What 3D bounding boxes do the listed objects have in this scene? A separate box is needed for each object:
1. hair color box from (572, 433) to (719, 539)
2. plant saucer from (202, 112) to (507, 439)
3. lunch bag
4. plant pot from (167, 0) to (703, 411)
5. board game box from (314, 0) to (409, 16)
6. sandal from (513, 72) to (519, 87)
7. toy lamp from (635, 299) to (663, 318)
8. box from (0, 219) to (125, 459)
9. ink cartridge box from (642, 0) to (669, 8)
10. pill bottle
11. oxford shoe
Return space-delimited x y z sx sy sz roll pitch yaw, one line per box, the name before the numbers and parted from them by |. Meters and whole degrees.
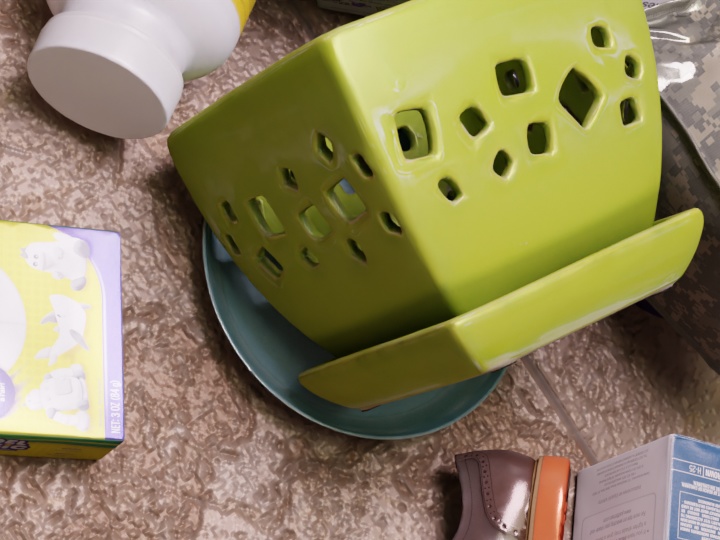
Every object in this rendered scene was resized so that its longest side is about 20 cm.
hair color box | 0.161 0.201 1.168 0.060 0.100 0.201 17 66 -22
plant saucer | 0.000 0.000 1.202 0.199 0.027 0.201 8 70 -24
lunch bag | 0.208 -0.041 1.180 0.117 0.164 0.200 -26 74 -18
plant pot | 0.046 -0.041 1.115 0.198 0.200 0.182 -24 91 -31
board game box | 0.022 -0.216 1.164 0.104 0.200 0.104 10 79 8
sandal | 0.068 -0.174 1.290 0.075 0.048 0.201 -30 75 -30
toy lamp | 0.216 -0.066 1.314 0.058 0.058 0.201 33 61 -12
box | -0.219 0.030 1.072 0.199 0.048 0.118 4 70 -23
ink cartridge box | 0.202 -0.246 1.327 0.145 0.084 0.201 1 56 -27
pill bottle | -0.105 -0.175 1.161 0.112 0.112 0.201 29 62 -15
oxford shoe | 0.065 0.195 1.155 0.072 0.071 0.201 9 69 7
